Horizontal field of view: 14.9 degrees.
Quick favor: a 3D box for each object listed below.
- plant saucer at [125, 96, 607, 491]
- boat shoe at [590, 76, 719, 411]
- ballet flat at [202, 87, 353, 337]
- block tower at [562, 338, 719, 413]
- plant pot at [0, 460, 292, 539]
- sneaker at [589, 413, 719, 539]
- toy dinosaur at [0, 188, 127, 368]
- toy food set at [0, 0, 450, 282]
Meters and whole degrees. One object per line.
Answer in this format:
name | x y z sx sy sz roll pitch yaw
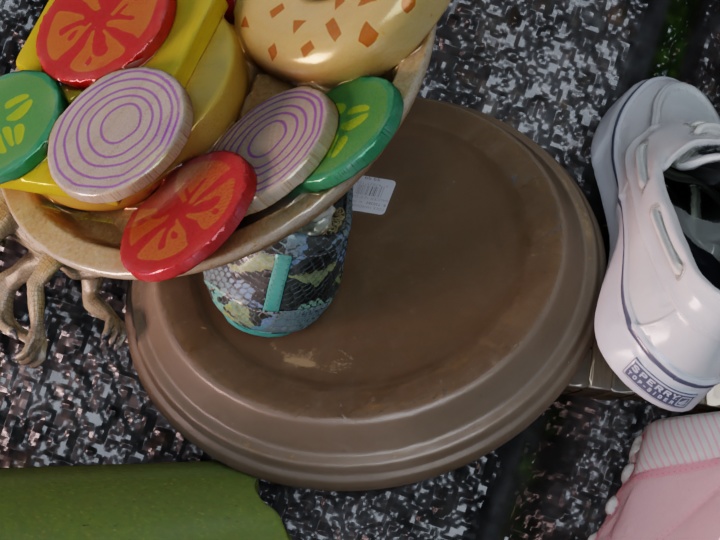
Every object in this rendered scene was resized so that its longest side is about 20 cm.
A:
plant saucer | 0.000 0.000 1.129 0.200 0.029 0.200 -5 52 6
boat shoe | 0.139 -0.025 1.123 0.074 0.200 0.065 28 125 -18
ballet flat | -0.026 -0.068 1.123 0.074 0.074 0.200 2 53 -5
block tower | 0.125 0.030 1.177 0.200 0.054 0.058 7 83 -5
plant pot | -0.125 0.151 1.092 0.190 0.200 0.200 -10 85 -19
sneaker | 0.119 0.132 1.149 0.200 0.105 0.075 -38 126 24
toy dinosaur | -0.140 -0.022 1.154 0.200 0.058 0.101 31 96 32
toy food set | -0.059 -0.079 1.072 0.200 0.049 0.198 9 62 34
